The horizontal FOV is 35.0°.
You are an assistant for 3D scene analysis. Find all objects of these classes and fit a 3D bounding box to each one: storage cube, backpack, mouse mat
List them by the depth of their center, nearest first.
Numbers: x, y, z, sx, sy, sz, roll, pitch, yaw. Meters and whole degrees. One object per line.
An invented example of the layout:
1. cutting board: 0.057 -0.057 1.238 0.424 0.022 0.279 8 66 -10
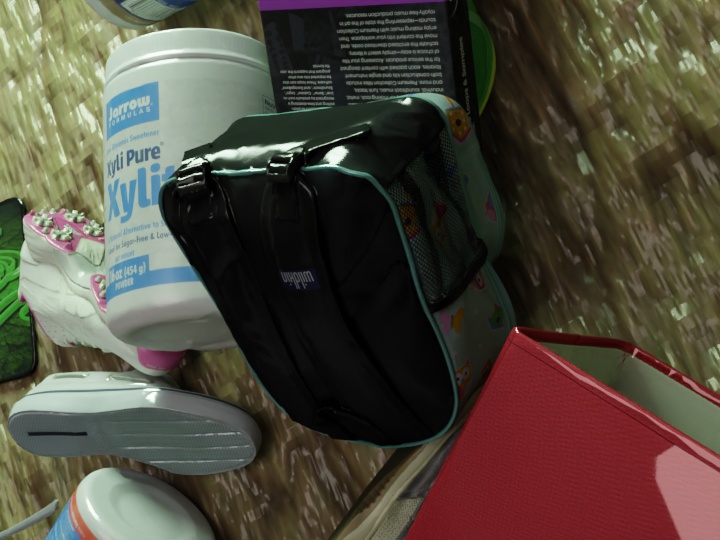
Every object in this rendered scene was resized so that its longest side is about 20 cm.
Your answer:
1. storage cube: 0.140 0.152 0.595 0.200 0.171 0.180 32 102 31
2. backpack: 0.000 0.000 0.678 0.175 0.153 0.201 -3 116 36
3. mouse mat: -0.367 0.034 1.029 0.200 0.008 0.161 -16 75 29

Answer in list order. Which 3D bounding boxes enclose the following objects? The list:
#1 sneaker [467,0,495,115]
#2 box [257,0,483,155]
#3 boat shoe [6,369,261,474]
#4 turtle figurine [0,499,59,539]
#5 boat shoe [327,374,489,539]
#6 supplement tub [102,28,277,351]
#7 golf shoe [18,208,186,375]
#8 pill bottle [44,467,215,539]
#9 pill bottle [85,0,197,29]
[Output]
1. sneaker: 0.040 -0.188 0.751 0.074 0.084 0.201 -6 89 30
2. box: 0.008 -0.108 0.744 0.143 0.036 0.201 6 114 33
3. boat shoe: -0.165 0.101 0.852 0.199 0.067 0.074 4 129 13
4. turtle figurine: -0.384 0.223 0.934 0.200 0.144 0.194 29 103 35
5. boat shoe: 0.040 0.148 0.725 0.066 0.072 0.201 39 92 0
6. supplement tub: -0.114 -0.052 0.802 0.132 0.132 0.201 -14 73 30
7. golf shoe: -0.206 0.032 0.898 0.200 0.075 0.092 41 116 36
8. pill bottle: -0.199 0.253 0.830 0.112 0.112 0.200 40 106 30
9. pill bottle: -0.119 -0.267 0.851 0.200 0.111 0.111 -19 74 29
